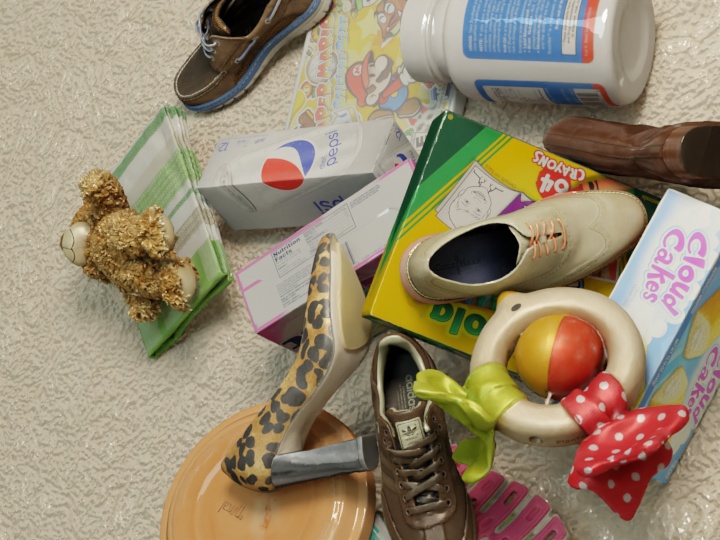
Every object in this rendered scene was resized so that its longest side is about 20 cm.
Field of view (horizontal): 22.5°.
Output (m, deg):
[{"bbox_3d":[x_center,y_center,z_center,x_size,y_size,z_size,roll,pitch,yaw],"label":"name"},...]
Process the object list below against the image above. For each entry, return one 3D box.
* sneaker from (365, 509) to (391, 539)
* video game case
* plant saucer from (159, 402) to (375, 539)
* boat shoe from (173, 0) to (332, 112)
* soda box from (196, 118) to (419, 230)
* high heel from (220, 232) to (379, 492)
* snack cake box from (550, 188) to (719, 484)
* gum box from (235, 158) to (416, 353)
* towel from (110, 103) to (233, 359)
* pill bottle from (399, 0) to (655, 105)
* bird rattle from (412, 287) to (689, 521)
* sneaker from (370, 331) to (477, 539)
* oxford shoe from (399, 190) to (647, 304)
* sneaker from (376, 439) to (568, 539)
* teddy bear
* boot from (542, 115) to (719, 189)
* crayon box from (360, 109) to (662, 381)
[{"bbox_3d":[0.036,0.288,1.445,0.080,0.071,0.200,-37,58,12],"label":"sneaker"},{"bbox_3d":[0.023,-0.195,1.662,0.181,0.023,0.201,4,75,34],"label":"video game case"},{"bbox_3d":[-0.082,0.200,1.498,0.199,0.032,0.201,-15,56,23],"label":"plant saucer"},{"bbox_3d":[-0.119,-0.229,1.722,0.200,0.072,0.072,-40,53,26],"label":"boat shoe"},{"bbox_3d":[-0.045,-0.084,1.620,0.199,0.068,0.064,-2,52,35],"label":"soda box"},{"bbox_3d":[-0.062,0.076,1.469,0.142,0.071,0.201,-12,75,28],"label":"high heel"},{"bbox_3d":[0.234,0.052,1.379,0.067,0.115,0.201,27,89,36],"label":"snack cake box"},{"bbox_3d":[0.000,0.000,1.547,0.200,0.113,0.066,-32,58,18],"label":"gum box"},{"bbox_3d":[-0.184,-0.038,1.714,0.149,0.031,0.201,-45,53,40],"label":"towel"},{"bbox_3d":[0.138,-0.198,1.527,0.199,0.112,0.113,6,76,29],"label":"pill bottle"},{"bbox_3d":[0.142,0.081,1.300,0.199,0.113,0.164,0,56,30],"label":"bird rattle"},{"bbox_3d":[0.038,0.142,1.380,0.070,0.076,0.201,-17,61,8],"label":"sneaker"},{"bbox_3d":[0.132,-0.016,1.369,0.199,0.074,0.071,-18,90,-10],"label":"oxford shoe"},{"bbox_3d":[0.090,0.206,1.437,0.200,0.088,0.074,36,53,25],"label":"sneaker"},{"bbox_3d":[-0.217,-0.019,1.655,0.067,0.145,0.200,-36,45,-23],"label":"teddy bear"},{"bbox_3d":[0.265,-0.092,1.435,0.200,0.186,0.065,7,89,64],"label":"boot"},{"bbox_3d":[0.123,-0.008,1.435,0.199,0.058,0.173,21,82,-7],"label":"crayon box"}]
